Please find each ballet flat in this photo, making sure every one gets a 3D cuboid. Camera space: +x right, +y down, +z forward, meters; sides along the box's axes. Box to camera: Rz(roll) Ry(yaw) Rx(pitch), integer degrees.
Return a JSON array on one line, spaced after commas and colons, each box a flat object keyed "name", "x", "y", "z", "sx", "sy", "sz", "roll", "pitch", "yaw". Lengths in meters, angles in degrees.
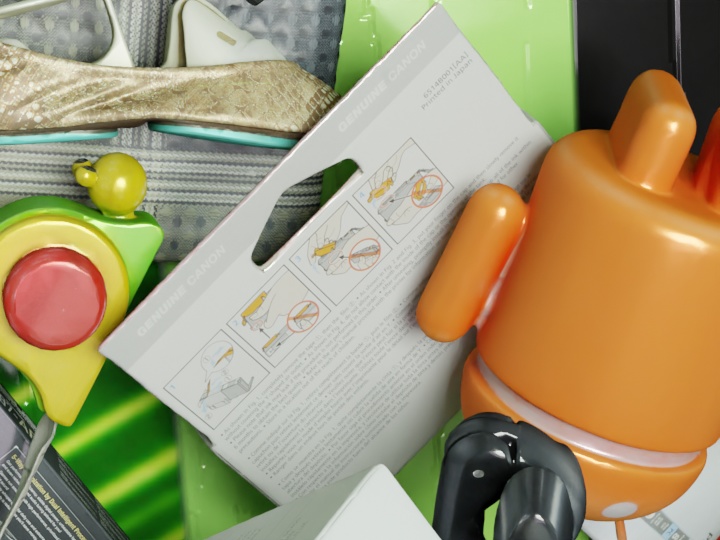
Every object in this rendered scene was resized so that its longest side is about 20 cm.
[{"name": "ballet flat", "x": -0.091, "y": -0.082, "z": 0.798, "sx": 0.198, "sy": 0.070, "sz": 0.066, "roll": 0, "pitch": 95, "yaw": -18}]

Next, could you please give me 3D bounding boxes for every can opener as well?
[{"name": "can opener", "x": 0.051, "y": 0.138, "z": 0.802, "sx": 0.063, "sy": 0.079, "sz": 0.201, "roll": 15, "pitch": 134, "yaw": 9}]

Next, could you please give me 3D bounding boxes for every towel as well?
[{"name": "towel", "x": -0.106, "y": -0.100, "z": 0.841, "sx": 0.198, "sy": 0.035, "sz": 0.194, "roll": 3, "pitch": 105, "yaw": -16}]

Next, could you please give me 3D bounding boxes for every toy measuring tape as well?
[{"name": "toy measuring tape", "x": -0.147, "y": 0.038, "z": 0.804, "sx": 0.073, "sy": 0.074, "sz": 0.201, "roll": 25, "pitch": 96, "yaw": -17}]

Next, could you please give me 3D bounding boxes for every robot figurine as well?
[{"name": "robot figurine", "x": 0.113, "y": 0.021, "z": 0.823, "sx": 0.143, "sy": 0.117, "sz": 0.201, "roll": 2, "pitch": 117, "yaw": -41}]

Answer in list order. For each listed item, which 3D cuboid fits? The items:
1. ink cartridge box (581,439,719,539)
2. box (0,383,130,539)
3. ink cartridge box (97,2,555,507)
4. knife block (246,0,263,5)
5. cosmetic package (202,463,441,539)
[{"name": "ink cartridge box", "x": 0.190, "y": 0.093, "z": 0.941, "sx": 0.200, "sy": 0.047, "sz": 0.160, "roll": 42, "pitch": 91, "yaw": -17}, {"name": "box", "x": -0.199, "y": 0.131, "z": 0.862, "sx": 0.160, "sy": 0.044, "sz": 0.200, "roll": -38, "pitch": 108, "yaw": -2}, {"name": "ink cartridge box", "x": 0.000, "y": 0.000, "z": 0.846, "sx": 0.200, "sy": 0.045, "sz": 0.176, "roll": -45, "pitch": 130, "yaw": -1}, {"name": "knife block", "x": 0.005, "y": -0.187, "z": 0.794, "sx": 0.199, "sy": 0.064, "sz": 0.177, "roll": -3, "pitch": 119, "yaw": -43}, {"name": "cosmetic package", "x": -0.024, "y": 0.212, "z": 0.771, "sx": 0.199, "sy": 0.123, "sz": 0.200, "roll": -28, "pitch": 103, "yaw": 41}]
